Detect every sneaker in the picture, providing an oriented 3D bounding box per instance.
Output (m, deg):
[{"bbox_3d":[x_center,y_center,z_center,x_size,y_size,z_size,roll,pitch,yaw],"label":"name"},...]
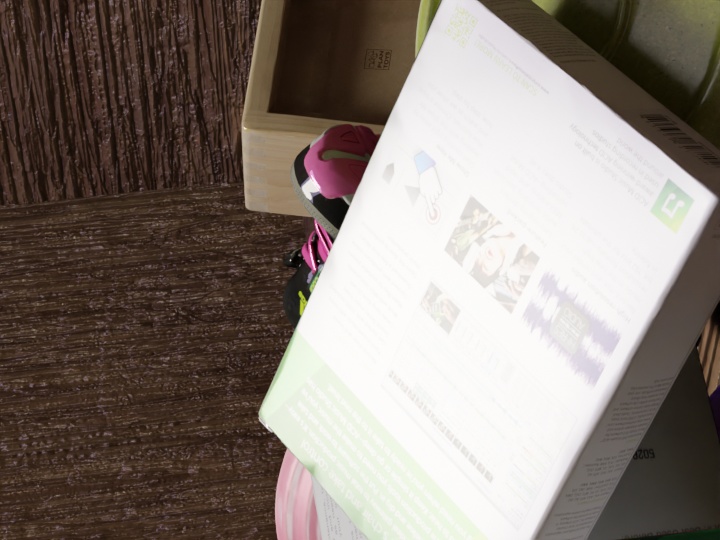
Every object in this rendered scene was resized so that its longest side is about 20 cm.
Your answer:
[{"bbox_3d":[0.000,0.000,0.915,0.074,0.087,0.200,62,-173,22],"label":"sneaker"}]

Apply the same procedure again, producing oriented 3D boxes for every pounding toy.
[{"bbox_3d":[0.030,-0.097,1.307,0.142,0.200,0.184,94,-177,-62],"label":"pounding toy"}]

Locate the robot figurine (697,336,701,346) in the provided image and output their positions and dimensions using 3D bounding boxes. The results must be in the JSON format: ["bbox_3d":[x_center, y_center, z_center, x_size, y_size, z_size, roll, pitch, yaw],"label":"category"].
[{"bbox_3d":[0.091,-0.041,0.857,0.200,0.125,0.150,-113,27,-71],"label":"robot figurine"}]

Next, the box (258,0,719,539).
[{"bbox_3d":[0.046,0.017,0.711,0.144,0.036,0.200,46,122,36],"label":"box"}]

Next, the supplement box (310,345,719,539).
[{"bbox_3d":[0.062,0.104,0.843,0.200,0.101,0.103,135,128,-60],"label":"supplement box"}]

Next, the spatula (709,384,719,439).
[{"bbox_3d":[0.158,0.033,0.781,0.200,0.021,0.057,92,172,-55],"label":"spatula"}]

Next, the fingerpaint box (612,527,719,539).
[{"bbox_3d":[0.122,0.167,0.534,0.073,0.167,0.200,104,160,-80],"label":"fingerpaint box"}]

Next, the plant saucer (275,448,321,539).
[{"bbox_3d":[0.054,0.127,1.108,0.051,0.200,0.201,-139,41,-60],"label":"plant saucer"}]

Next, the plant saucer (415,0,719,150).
[{"bbox_3d":[0.085,-0.092,0.726,0.200,0.031,0.200,-9,78,46],"label":"plant saucer"}]
